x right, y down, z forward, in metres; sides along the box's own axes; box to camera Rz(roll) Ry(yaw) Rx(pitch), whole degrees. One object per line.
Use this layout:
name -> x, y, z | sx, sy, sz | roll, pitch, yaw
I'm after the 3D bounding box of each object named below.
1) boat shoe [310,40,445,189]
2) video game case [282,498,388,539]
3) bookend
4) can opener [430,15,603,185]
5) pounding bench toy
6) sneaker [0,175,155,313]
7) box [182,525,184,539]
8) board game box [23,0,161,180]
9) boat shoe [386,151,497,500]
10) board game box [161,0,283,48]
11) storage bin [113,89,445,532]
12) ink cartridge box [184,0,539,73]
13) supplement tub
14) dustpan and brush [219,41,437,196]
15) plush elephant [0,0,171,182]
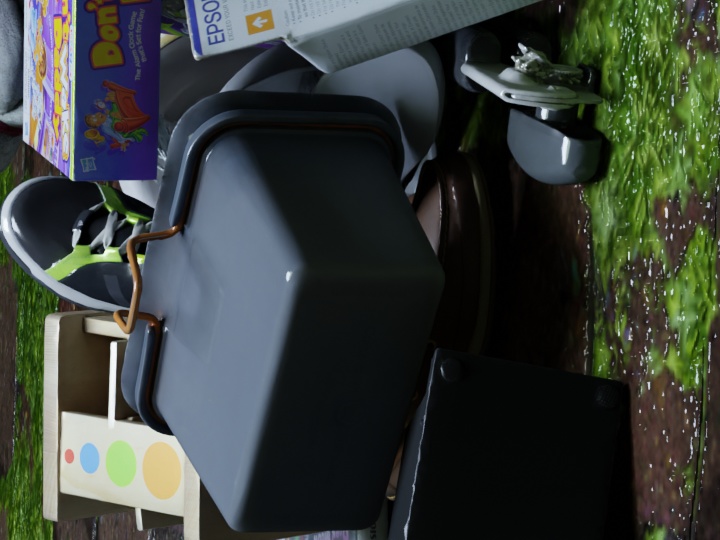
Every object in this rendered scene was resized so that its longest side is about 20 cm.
boat shoe -> 0.000, -0.065, 1.369 | 0.200, 0.069, 0.057 | 114, -179, -48
video game case -> -0.020, 0.191, 1.606 | 0.200, 0.023, 0.182 | 146, 124, -70
bookend -> 0.053, 0.164, 1.247 | 0.200, 0.092, 0.199 | 110, 169, -73
can opener -> 0.068, -0.096, 1.296 | 0.200, 0.053, 0.067 | -129, 44, -66
pounding bench toy -> -0.065, 0.089, 1.544 | 0.156, 0.200, 0.124 | 6, 96, 42
sneaker -> -0.098, -0.009, 1.392 | 0.083, 0.200, 0.072 | 119, 174, -58
box -> -0.086, 0.105, 1.795 | 0.160, 0.049, 0.200 | 162, 109, -75
board game box -> -0.139, -0.155, 1.315 | 0.134, 0.045, 0.200 | -148, 59, -69
boat shoe -> 0.029, 0.033, 1.382 | 0.072, 0.067, 0.200 | -127, 42, -65
board game box -> -0.033, -0.156, 1.387 | 0.120, 0.200, 0.032 | 124, 149, -58
storage bin -> -0.040, 0.029, 1.273 | 0.134, 0.145, 0.200 | -122, 39, -52
ink cartridge box -> 0.003, -0.193, 1.296 | 0.041, 0.200, 0.200 | 65, -169, -51
supplement tub -> -0.081, -0.092, 1.606 | 0.200, 0.145, 0.146 | -106, 22, -76
dustpan and brush -> -0.013, -0.100, 1.402 | 0.200, 0.139, 0.057 | 107, 169, -46
plush elephant -> -0.209, -0.120, 1.464 | 0.200, 0.155, 0.165 | 67, -163, -4
